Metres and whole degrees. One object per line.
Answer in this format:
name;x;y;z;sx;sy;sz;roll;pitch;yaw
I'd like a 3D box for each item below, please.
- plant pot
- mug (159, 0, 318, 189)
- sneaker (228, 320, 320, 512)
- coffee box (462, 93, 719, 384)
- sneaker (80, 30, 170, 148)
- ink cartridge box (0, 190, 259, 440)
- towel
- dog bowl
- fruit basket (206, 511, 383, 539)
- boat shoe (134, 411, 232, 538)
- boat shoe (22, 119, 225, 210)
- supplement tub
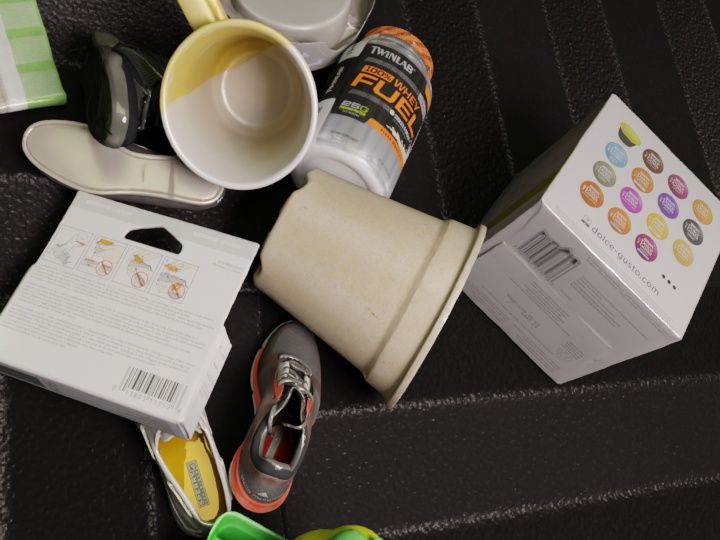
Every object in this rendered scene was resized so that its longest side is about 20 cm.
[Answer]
plant pot;0.000;0.000;0.765;0.181;0.201;0.203;30;60;2
mug;-0.110;-0.192;0.766;0.145;0.154;0.192;5;109;-2
sneaker;-0.063;0.121;0.719;0.076;0.082;0.203;22;45;-16
coffee box;0.257;-0.029;0.875;0.199;0.200;0.198;43;58;-3
sneaker;-0.211;-0.171;0.750;0.112;0.078;0.200;11;24;-27
ink cartridge box;-0.206;0.033;0.684;0.195;0.044;0.177;16;61;11
towel;-0.405;-0.212;0.748;0.196;0.031;0.153;-15;79;-31
dog bowl;-0.081;-0.317;0.893;0.194;0.059;0.205;6;60;-10
fruit basket;-0.047;0.286;0.610;0.213;0.215;0.158;31;60;-10
boat shoe;-0.166;0.139;0.688;0.070;0.070;0.204;-16;78;-29
boat shoe;-0.233;-0.097;0.769;0.195;0.057;0.069;12;78;-15
supplement tub;0.007;-0.169;0.861;0.121;0.122;0.203;30;60;-11
